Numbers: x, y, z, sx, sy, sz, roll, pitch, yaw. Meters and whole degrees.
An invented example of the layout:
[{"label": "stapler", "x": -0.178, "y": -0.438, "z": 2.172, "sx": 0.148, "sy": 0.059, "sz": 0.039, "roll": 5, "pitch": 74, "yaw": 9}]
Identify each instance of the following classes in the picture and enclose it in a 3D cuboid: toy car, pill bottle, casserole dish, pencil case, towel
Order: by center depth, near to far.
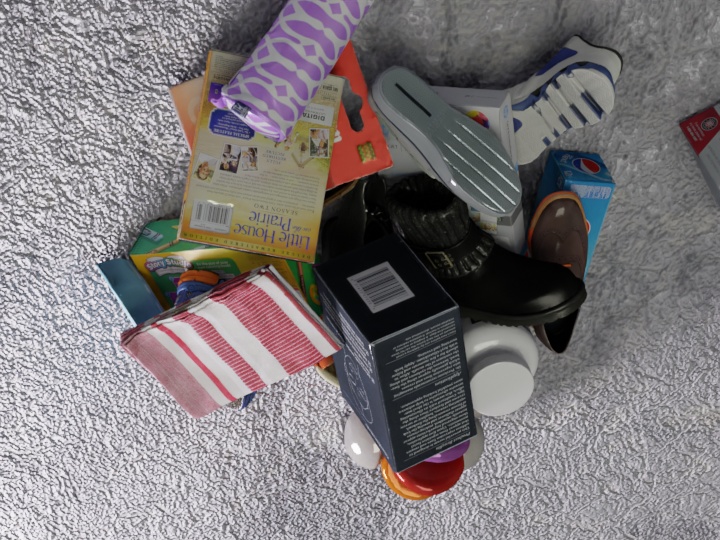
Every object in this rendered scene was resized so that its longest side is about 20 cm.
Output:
[{"label": "pencil case", "x": -0.065, "y": -0.226, "z": 1.558, "sx": 0.200, "sy": 0.085, "sz": 0.084, "roll": -56, "pitch": 161, "yaw": -10}, {"label": "towel", "x": -0.138, "y": 0.080, "z": 1.640, "sx": 0.200, "sy": 0.023, "sz": 0.144, "roll": -26, "pitch": 127, "yaw": 22}, {"label": "casserole dish", "x": -0.239, "y": 0.063, "z": 1.766, "sx": 0.039, "sy": 0.121, "sz": 0.200, "roll": -32, "pitch": 125, "yaw": -9}, {"label": "pill bottle", "x": 0.139, "y": 0.076, "z": 1.780, "sx": 0.112, "sy": 0.200, "sz": 0.113, "roll": -5, "pitch": 125, "yaw": -7}, {"label": "toy car", "x": 0.079, "y": 0.195, "z": 1.886, "sx": 0.174, "sy": 0.150, "sz": 0.200, "roll": 3, "pitch": 124, "yaw": -11}]

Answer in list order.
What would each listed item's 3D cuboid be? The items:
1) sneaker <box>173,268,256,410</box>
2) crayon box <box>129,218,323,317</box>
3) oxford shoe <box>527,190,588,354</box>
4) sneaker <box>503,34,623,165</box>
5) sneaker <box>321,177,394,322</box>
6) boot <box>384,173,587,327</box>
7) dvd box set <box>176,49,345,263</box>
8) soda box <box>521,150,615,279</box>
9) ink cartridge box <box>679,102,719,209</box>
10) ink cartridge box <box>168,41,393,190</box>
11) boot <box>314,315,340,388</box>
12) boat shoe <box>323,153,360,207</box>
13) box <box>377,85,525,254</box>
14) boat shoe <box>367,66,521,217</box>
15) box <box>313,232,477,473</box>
[{"label": "sneaker", "x": -0.171, "y": 0.091, "z": 1.720, "sx": 0.075, "sy": 0.079, "sz": 0.200, "roll": 3, "pitch": 136, "yaw": 26}, {"label": "crayon box", "x": -0.144, "y": 0.000, "z": 1.716, "sx": 0.200, "sy": 0.058, "sz": 0.119, "roll": -3, "pitch": 131, "yaw": 29}, {"label": "oxford shoe", "x": 0.229, "y": 0.004, "z": 1.738, "sx": 0.071, "sy": 0.073, "sz": 0.200, "roll": -8, "pitch": 126, "yaw": -6}, {"label": "sneaker", "x": 0.213, "y": -0.190, "z": 1.675, "sx": 0.199, "sy": 0.115, "sz": 0.081, "roll": -21, "pitch": 111, "yaw": 43}, {"label": "sneaker", "x": 0.003, "y": 0.000, "z": 1.733, "sx": 0.060, "sy": 0.104, "sz": 0.200, "roll": -6, "pitch": 89, "yaw": -33}, {"label": "boot", "x": 0.133, "y": -0.024, "z": 1.666, "sx": 0.211, "sy": 0.079, "sz": 0.158, "roll": 3, "pitch": 128, "yaw": 28}, {"label": "dvd box set", "x": -0.103, "y": -0.117, "z": 1.599, "sx": 0.146, "sy": 0.029, "sz": 0.201, "roll": 9, "pitch": 87, "yaw": -13}, {"label": "soda box", "x": 0.234, "y": -0.037, "z": 1.798, "sx": 0.064, "sy": 0.068, "sz": 0.200, "roll": 4, "pitch": 124, "yaw": -14}, {"label": "ink cartridge box", "x": 0.493, "y": -0.127, "z": 1.731, "sx": 0.200, "sy": 0.145, "sz": 0.145, "roll": -28, "pitch": 125, "yaw": 9}, {"label": "ink cartridge box", "x": -0.084, "y": -0.149, "z": 1.634, "sx": 0.199, "sy": 0.050, "sz": 0.163, "roll": -19, "pitch": 96, "yaw": 7}, {"label": "boot", "x": -0.053, "y": 0.058, "z": 1.796, "sx": 0.075, "sy": 0.107, "sz": 0.200, "roll": -35, "pitch": 120, "yaw": 22}, {"label": "boat shoe", "x": -0.082, "y": -0.085, "z": 1.706, "sx": 0.200, "sy": 0.074, "sz": 0.076, "roll": -33, "pitch": 124, "yaw": 17}, {"label": "box", "x": 0.096, "y": -0.108, "z": 1.701, "sx": 0.156, "sy": 0.041, "sz": 0.200, "roll": 6, "pitch": 130, "yaw": 23}, {"label": "boat shoe", "x": 0.088, "y": -0.135, "z": 1.618, "sx": 0.074, "sy": 0.067, "sz": 0.200, "roll": -43, "pitch": 95, "yaw": -16}, {"label": "box", "x": 0.039, "y": 0.090, "z": 1.671, "sx": 0.107, "sy": 0.148, "sz": 0.200, "roll": -23, "pitch": 132, "yaw": -14}]
